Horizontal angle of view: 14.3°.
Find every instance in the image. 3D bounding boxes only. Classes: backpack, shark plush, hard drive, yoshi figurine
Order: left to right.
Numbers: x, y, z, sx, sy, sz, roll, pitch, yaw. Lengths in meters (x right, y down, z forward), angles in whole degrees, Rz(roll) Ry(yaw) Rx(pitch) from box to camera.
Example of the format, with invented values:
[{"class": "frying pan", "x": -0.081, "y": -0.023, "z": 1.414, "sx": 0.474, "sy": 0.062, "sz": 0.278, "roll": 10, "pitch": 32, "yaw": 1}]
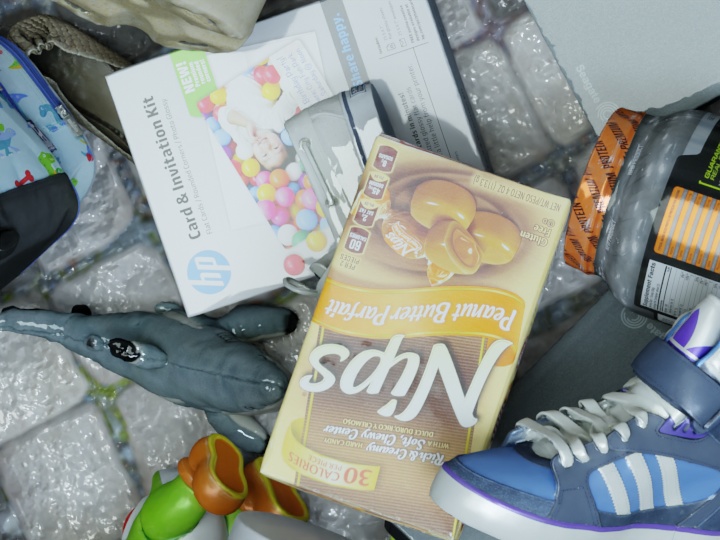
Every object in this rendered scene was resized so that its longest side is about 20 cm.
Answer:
[{"class": "backpack", "x": -0.276, "y": -0.071, "z": 1.744, "sx": 0.183, "sy": 0.147, "sz": 0.200, "roll": -41, "pitch": 82, "yaw": 39}, {"class": "yoshi figurine", "x": -0.126, "y": 0.197, "z": 1.737, "sx": 0.200, "sy": 0.112, "sz": 0.112, "roll": -42, "pitch": 88, "yaw": 21}, {"class": "shark plush", "x": -0.124, "y": 0.041, "z": 1.743, "sx": 0.200, "sy": 0.083, "sz": 0.091, "roll": 26, "pitch": 99, "yaw": 16}, {"class": "hard drive", "x": 0.133, "y": 0.121, "z": 1.635, "sx": 0.140, "sy": 0.033, "sz": 0.200, "roll": 42, "pitch": 74, "yaw": 13}, {"class": "hard drive", "x": 0.198, "y": -0.174, "z": 1.660, "sx": 0.200, "sy": 0.033, "sz": 0.140, "roll": -30, "pitch": 82, "yaw": 17}]

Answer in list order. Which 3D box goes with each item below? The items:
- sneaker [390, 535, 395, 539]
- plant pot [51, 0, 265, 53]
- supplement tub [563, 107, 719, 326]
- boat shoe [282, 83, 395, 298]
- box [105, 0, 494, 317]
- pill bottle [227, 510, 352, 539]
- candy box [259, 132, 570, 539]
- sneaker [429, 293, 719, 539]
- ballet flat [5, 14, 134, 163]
[{"class": "sneaker", "x": 0.035, "y": 0.247, "z": 1.696, "sx": 0.072, "sy": 0.083, "sz": 0.200, "roll": -10, "pitch": 88, "yaw": 18}, {"class": "plant pot", "x": -0.103, "y": -0.232, "z": 1.648, "sx": 0.200, "sy": 0.200, "sz": 0.184, "roll": 14, "pitch": 81, "yaw": 17}, {"class": "supplement tub", "x": 0.223, "y": -0.016, "z": 1.603, "sx": 0.200, "sy": 0.123, "sz": 0.123, "roll": 21, "pitch": 97, "yaw": 13}, {"class": "boat shoe", "x": -0.001, "y": -0.001, "z": 1.656, "sx": 0.086, "sy": 0.075, "sz": 0.202, "roll": -18, "pitch": 92, "yaw": 8}, {"class": "box", "x": -0.033, "y": -0.077, "z": 1.708, "sx": 0.200, "sy": 0.041, "sz": 0.156, "roll": -18, "pitch": 94, "yaw": 10}, {"class": "pill bottle", "x": -0.058, "y": 0.244, "z": 1.602, "sx": 0.113, "sy": 0.113, "sz": 0.200, "roll": 22, "pitch": 96, "yaw": 16}, {"class": "candy box", "x": 0.032, "y": 0.038, "z": 1.587, "sx": 0.115, "sy": 0.055, "sz": 0.200, "roll": 19, "pitch": 84, "yaw": 6}, {"class": "sneaker", "x": 0.141, "y": 0.074, "z": 1.530, "sx": 0.081, "sy": 0.200, "sz": 0.147, "roll": 40, "pitch": 117, "yaw": 58}, {"class": "ballet flat", "x": -0.138, "y": -0.098, "z": 1.763, "sx": 0.200, "sy": 0.046, "sz": 0.067, "roll": 34, "pitch": 101, "yaw": 14}]
